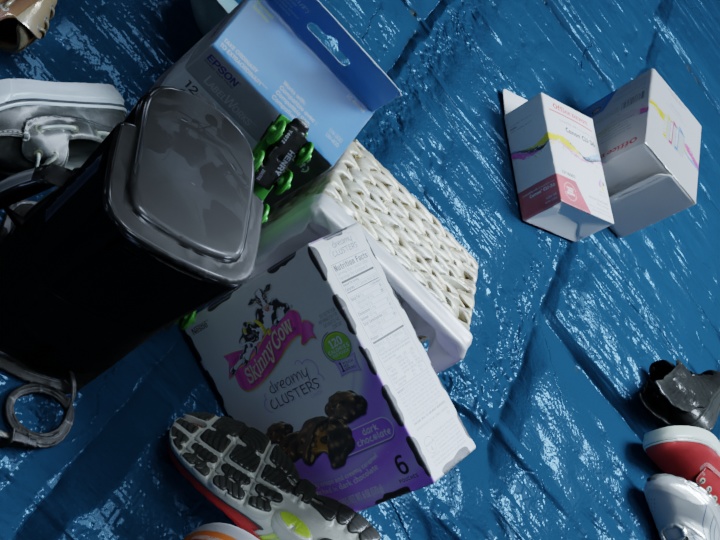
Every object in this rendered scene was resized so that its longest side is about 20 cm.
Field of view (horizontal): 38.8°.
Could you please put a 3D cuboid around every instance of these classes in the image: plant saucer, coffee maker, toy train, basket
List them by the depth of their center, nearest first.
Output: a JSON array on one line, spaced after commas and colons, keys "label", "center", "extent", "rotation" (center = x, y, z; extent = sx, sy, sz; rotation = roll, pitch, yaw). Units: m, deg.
[{"label": "coffee maker", "center": [-0.164, 0.001, 0.705], "extent": [0.134, 0.199, 0.194], "rotation": [3, 66, -44]}, {"label": "toy train", "center": [-0.106, -0.040, 0.819], "extent": [0.042, 0.201, 0.056], "rotation": [34, 2, -25]}, {"label": "basket", "center": [0.000, 0.000, 0.934], "extent": [0.200, 0.135, 0.124], "rotation": [44, 39, -19]}, {"label": "plant saucer", "center": [-0.101, -0.204, 0.970], "extent": [0.201, 0.039, 0.201], "rotation": [46, 8, -8]}]

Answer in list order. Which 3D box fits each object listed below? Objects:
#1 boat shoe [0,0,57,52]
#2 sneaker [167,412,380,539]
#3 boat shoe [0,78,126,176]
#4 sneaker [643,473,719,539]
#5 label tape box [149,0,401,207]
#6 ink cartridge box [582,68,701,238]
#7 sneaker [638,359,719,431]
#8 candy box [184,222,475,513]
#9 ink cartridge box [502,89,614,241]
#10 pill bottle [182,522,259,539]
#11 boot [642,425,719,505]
[{"label": "boat shoe", "center": [-0.281, -0.207, 0.808], "extent": [0.200, 0.075, 0.072], "rotation": [-35, 98, -41]}, {"label": "sneaker", "center": [-0.078, 0.193, 0.784], "extent": [0.200, 0.085, 0.077], "rotation": [39, 32, 8]}, {"label": "boat shoe", "center": [-0.245, -0.100, 0.777], "extent": [0.199, 0.072, 0.071], "rotation": [-22, 80, -52]}, {"label": "sneaker", "center": [0.395, 0.331, 1.206], "extent": [0.087, 0.074, 0.201], "rotation": [-37, 96, -45]}, {"label": "label tape box", "center": [-0.084, -0.140, 0.870], "extent": [0.143, 0.199, 0.066], "rotation": [44, 48, -19]}, {"label": "ink cartridge box", "center": [0.385, -0.155, 1.430], "extent": [0.125, 0.128, 0.201], "rotation": [42, 44, -22]}, {"label": "sneaker", "center": [0.424, 0.152, 1.343], "extent": [0.104, 0.060, 0.200], "rotation": [51, 34, 0]}, {"label": "candy box", "center": [-0.030, 0.090, 0.819], "extent": [0.071, 0.167, 0.201], "rotation": [-26, 87, -52]}, {"label": "ink cartridge box", "center": [0.256, -0.151, 1.337], "extent": [0.116, 0.067, 0.202], "rotation": [16, 57, -40]}, {"label": "pill bottle", "center": [-0.133, 0.263, 0.653], "extent": [0.115, 0.114, 0.200], "rotation": [58, 39, -3]}, {"label": "boot", "center": [0.421, 0.282, 1.263], "extent": [0.199, 0.072, 0.145], "rotation": [31, 50, -36]}]
